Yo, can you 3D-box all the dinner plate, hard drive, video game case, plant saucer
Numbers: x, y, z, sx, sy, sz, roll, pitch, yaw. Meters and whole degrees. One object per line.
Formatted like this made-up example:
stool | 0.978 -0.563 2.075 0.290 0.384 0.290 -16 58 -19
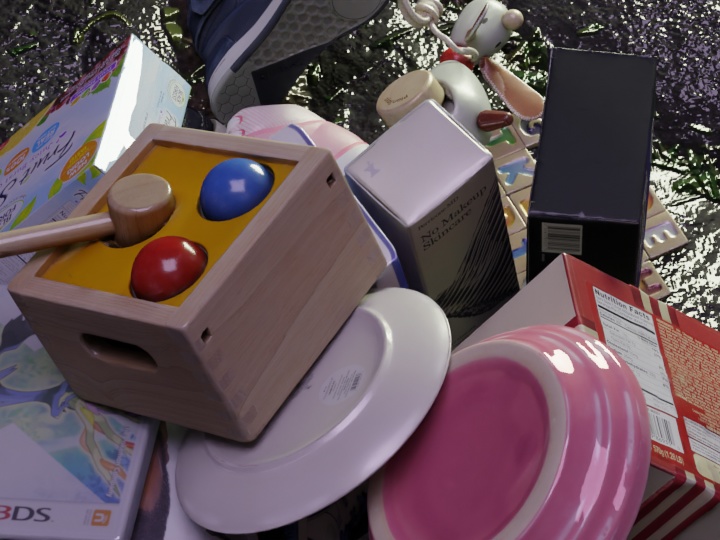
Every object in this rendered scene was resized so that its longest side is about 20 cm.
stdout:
dinner plate | -0.035 0.077 1.359 0.200 0.024 0.200 -25 33 18
hard drive | 0.000 0.000 1.525 0.025 0.200 0.132 -33 60 -7
video game case | -0.218 0.091 1.429 0.182 0.022 0.200 2 50 11
plant saucer | 0.075 0.118 1.293 0.200 0.051 0.201 -28 45 32

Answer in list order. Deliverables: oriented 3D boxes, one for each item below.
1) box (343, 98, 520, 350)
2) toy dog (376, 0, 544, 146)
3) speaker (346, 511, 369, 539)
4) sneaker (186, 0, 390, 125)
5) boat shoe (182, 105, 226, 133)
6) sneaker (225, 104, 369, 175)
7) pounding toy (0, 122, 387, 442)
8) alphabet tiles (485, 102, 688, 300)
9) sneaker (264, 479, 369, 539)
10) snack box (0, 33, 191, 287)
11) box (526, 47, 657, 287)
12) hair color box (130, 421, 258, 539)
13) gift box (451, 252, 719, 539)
box | 0.053 -0.026 1.536 0.082 0.200 0.068 -40 64 -10
toy dog | 0.088 -0.144 1.666 0.096 0.132 0.200 -12 55 32
speaker | -0.037 0.230 1.447 0.200 0.081 0.081 -34 61 -17
sneaker | -0.055 -0.224 1.708 0.202 0.077 0.146 -41 39 18
boat shoe | -0.161 -0.051 1.634 0.066 0.074 0.200 40 55 -23
sneaker | -0.086 -0.051 1.642 0.105 0.075 0.200 39 61 23
pounding toy | -0.131 -0.004 1.371 0.200 0.142 0.184 11 51 39
alphabet tiles | 0.139 -0.037 1.659 0.167 0.008 0.200 -22 57 -12
sneaker | -0.014 0.133 1.429 0.088 0.075 0.200 8 56 -13
snack box | -0.217 -0.049 1.561 0.200 0.068 0.169 -37 26 29
box | 0.158 -0.035 1.531 0.079 0.200 0.141 4 57 6
hair color box | -0.117 0.184 1.400 0.111 0.064 0.200 -14 52 -7
gift box | 0.132 0.133 1.400 0.184 0.187 0.200 28 37 -27
